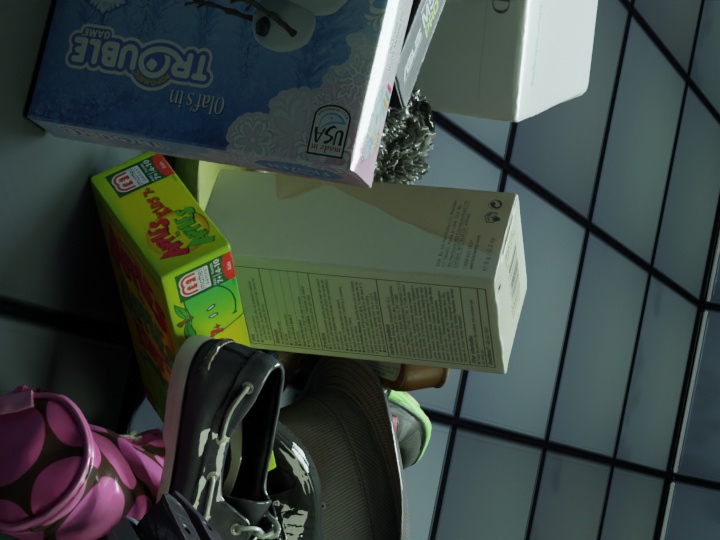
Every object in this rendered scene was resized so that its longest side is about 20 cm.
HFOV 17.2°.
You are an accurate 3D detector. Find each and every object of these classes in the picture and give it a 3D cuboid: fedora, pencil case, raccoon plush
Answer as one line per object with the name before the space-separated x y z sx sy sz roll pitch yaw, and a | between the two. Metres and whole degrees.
fedora | -0.038 0.164 1.714 0.090 0.177 0.202 -11 105 -25
pencil case | -0.157 0.123 1.390 0.200 0.090 0.095 40 46 -68
raccoon plush | -0.021 -0.078 1.600 0.134 0.096 0.202 34 67 -62

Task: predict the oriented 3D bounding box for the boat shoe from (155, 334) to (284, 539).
boat shoe | -0.080 0.140 1.381 0.073 0.062 0.202 -8 103 -67

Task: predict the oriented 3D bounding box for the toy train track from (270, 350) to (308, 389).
toy train track | -0.074 0.063 1.688 0.200 0.032 0.115 -34 157 -57

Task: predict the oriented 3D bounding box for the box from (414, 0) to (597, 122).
box | 0.077 -0.227 1.768 0.200 0.170 0.201 -29 127 -67

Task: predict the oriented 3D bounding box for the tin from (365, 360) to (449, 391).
tin | 0.020 0.025 1.695 0.200 0.042 0.113 -170 -105 -77

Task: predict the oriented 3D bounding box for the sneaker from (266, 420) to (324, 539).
sneaker | -0.061 0.202 1.555 0.104 0.060 0.201 -59 143 -52

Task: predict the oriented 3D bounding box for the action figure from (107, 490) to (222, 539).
action figure | -0.168 0.201 1.315 0.200 0.070 0.130 -38 157 6

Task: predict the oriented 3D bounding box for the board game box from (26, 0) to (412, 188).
board game box | -0.068 -0.160 1.319 0.043 0.198 0.201 33 68 -68

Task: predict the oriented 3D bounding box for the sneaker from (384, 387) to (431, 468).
sneaker | -0.001 0.119 1.907 0.084 0.076 0.200 -57 153 -12

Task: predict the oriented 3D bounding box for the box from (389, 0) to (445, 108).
box | -0.019 -0.206 1.509 0.044 0.159 0.201 73 33 -57

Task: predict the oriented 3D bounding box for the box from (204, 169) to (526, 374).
box | 0.000 0.000 1.509 0.095 0.198 0.078 82 20 -47

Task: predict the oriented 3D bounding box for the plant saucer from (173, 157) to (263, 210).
plant saucer | -0.081 -0.087 1.594 0.200 0.031 0.202 11 90 -71

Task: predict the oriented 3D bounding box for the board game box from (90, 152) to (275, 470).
board game box | -0.107 0.035 1.460 0.047 0.102 0.201 -25 137 -15
